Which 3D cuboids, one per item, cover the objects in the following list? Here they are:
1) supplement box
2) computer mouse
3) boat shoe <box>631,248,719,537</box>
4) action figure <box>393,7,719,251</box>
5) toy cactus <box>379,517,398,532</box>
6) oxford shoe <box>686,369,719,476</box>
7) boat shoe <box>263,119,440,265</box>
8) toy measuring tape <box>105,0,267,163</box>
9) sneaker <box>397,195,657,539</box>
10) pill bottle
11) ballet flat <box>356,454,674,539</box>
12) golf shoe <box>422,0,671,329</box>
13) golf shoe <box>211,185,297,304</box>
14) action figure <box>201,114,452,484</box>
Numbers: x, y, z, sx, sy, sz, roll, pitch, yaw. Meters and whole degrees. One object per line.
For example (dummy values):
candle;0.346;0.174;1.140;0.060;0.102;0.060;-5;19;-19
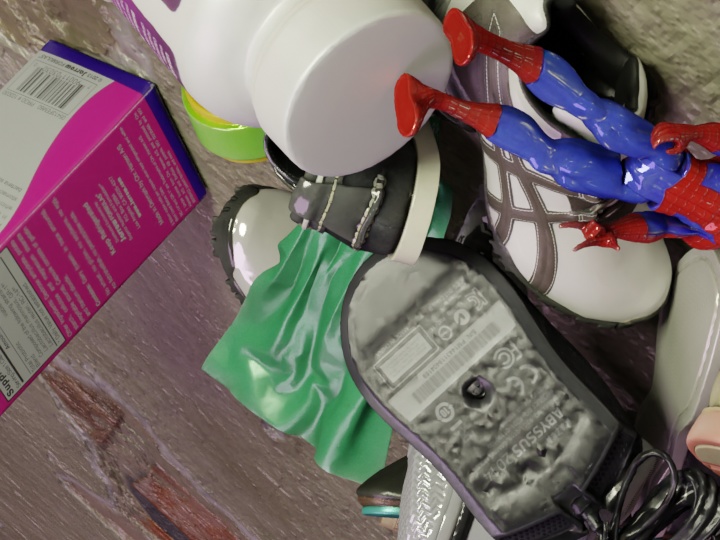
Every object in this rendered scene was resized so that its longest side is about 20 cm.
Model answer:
supplement box;-0.204;-0.027;1.375;0.101;0.200;0.104;25;152;37
computer mouse;0.067;0.074;1.048;0.200;0.138;0.053;54;-166;9
boat shoe;0.172;0.062;1.085;0.060;0.074;0.201;-1;136;-5
action figure;0.112;-0.043;0.930;0.199;0.066;0.052;19;-147;-26
toy cactus;0.092;0.156;1.301;0.164;0.103;0.200;11;150;-3
oxford shoe;0.235;0.089;1.029;0.200;0.074;0.071;33;163;-34
boat shoe;-0.012;-0.069;1.054;0.200;0.067;0.072;-106;25;-63
toy measuring tape;-0.086;-0.106;1.204;0.199;0.074;0.074;28;154;31
sneaker;0.087;0.062;1.120;0.114;0.201;0.075;11;163;-3
pill bottle;-0.048;-0.132;0.970;0.200;0.112;0.112;50;165;34
ballet flat;0.092;0.105;1.189;0.199;0.069;0.068;9;172;-21
golf shoe;0.095;-0.048;0.995;0.094;0.078;0.200;10;142;53
golf shoe;0.010;0.019;1.253;0.200;0.078;0.094;38;159;-20
action figure;0.000;0.000;1.166;0.118;0.055;0.201;31;121;13
